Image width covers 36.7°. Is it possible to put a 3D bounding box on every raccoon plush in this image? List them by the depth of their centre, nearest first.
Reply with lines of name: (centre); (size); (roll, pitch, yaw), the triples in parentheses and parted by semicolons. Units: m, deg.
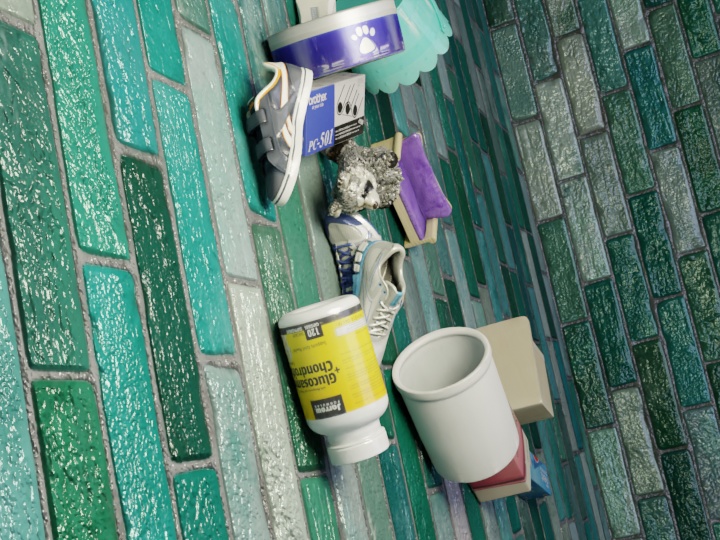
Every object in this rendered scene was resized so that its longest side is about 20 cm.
raccoon plush: (-0.032, -0.137, 1.642); (0.133, 0.199, 0.098); (-16, 114, -40)

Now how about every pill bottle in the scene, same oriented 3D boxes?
pill bottle: (-0.028, 0.141, 1.400); (0.112, 0.111, 0.203); (-24, 98, -71)

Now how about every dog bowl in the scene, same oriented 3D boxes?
dog bowl: (-0.035, -0.337, 1.620); (0.200, 0.197, 0.080); (-42, 117, -69)

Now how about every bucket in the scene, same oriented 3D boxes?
bucket: (0.048, -0.436, 1.947); (0.135, 0.205, 0.209); (48, 31, -40)

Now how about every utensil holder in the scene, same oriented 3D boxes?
utensil holder: (0.163, 0.224, 1.803); (0.171, 0.168, 0.202); (-76, 147, -56)

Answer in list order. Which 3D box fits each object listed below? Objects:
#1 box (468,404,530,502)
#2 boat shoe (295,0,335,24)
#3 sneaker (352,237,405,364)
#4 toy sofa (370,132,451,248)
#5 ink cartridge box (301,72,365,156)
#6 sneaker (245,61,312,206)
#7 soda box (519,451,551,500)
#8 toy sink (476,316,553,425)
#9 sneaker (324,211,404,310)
box: (0.236, 0.315, 2.028); (0.129, 0.108, 0.201); (-85, 152, -47)
boat shoe: (-0.068, -0.416, 1.804); (0.069, 0.071, 0.202); (85, -4, -56)
sneaker: (0.026, 0.052, 1.592); (0.074, 0.086, 0.203); (8, 87, -36)
toy sofa: (0.094, -0.149, 2.002); (0.083, 0.096, 0.201); (-80, 149, -53)
ink cartridge box: (-0.053, -0.237, 1.634); (0.200, 0.044, 0.095); (-34, 129, -59)
sneaker: (-0.119, -0.187, 1.465); (0.078, 0.078, 0.203); (14, 68, -19)
soda box: (0.351, 0.435, 2.332); (0.200, 0.063, 0.069); (45, 34, -57)
toy sink: (0.328, 0.222, 2.334); (0.112, 0.129, 0.203); (44, 34, -56)
sneaker: (0.000, 0.000, 1.656); (0.201, 0.075, 0.088); (58, 42, -20)
